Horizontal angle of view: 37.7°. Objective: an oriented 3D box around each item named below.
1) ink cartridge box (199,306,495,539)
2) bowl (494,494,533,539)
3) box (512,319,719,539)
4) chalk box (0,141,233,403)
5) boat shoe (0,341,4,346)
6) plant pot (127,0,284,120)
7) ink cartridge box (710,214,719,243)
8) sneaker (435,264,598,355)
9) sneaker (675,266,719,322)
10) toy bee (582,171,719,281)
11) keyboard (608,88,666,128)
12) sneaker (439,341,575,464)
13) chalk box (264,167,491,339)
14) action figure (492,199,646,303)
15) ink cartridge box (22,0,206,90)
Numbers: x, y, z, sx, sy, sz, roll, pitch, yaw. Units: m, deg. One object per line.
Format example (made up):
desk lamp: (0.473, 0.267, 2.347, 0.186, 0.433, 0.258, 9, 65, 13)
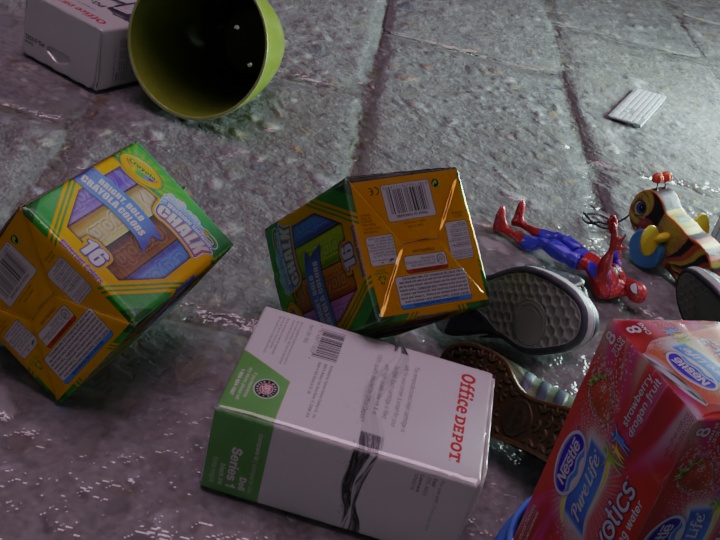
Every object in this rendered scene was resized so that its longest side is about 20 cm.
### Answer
ink cartridge box: (-0.005, 0.122, 0.816, 0.198, 0.085, 0.146, 17, 30, 3)
bowl: (0.193, 0.232, 0.768, 0.199, 0.040, 0.201, 12, 30, -7)
box: (0.184, 0.140, 0.677, 0.095, 0.201, 0.100, 3, 32, -24)
chalk box: (-0.202, -0.010, 0.872, 0.124, 0.124, 0.200, 47, 34, -1)
boat shoe: (-0.345, 0.012, 0.860, 0.197, 0.069, 0.074, 8, 31, -13)
plant pot: (-0.176, -0.297, 1.379, 0.186, 0.189, 0.200, 21, 16, 10)
ink cartridge box: (0.560, -0.019, 1.313, 0.144, 0.085, 0.200, -8, 37, -35)
sneaker: (0.182, 0.036, 0.982, 0.145, 0.078, 0.202, 4, 2, -31)
sneaker: (0.443, 0.060, 1.120, 0.145, 0.077, 0.203, -17, 51, -26)
toy bee: (0.358, -0.056, 1.262, 0.199, 0.110, 0.131, 28, 34, 21)
keyboard: (0.469, -0.277, 1.782, 0.056, 0.011, 0.200, 25, 31, 17)
sneaker: (0.154, 0.130, 0.909, 0.090, 0.068, 0.200, 29, 0, -40)
chalk box: (0.000, 0.000, 0.949, 0.124, 0.200, 0.125, -9, 81, -32)
action figure: (0.250, -0.039, 1.199, 0.065, 0.100, 0.200, -19, 46, -43)
ink cartridge box: (-0.327, -0.320, 1.412, 0.144, 0.085, 0.200, 29, 32, 24)
